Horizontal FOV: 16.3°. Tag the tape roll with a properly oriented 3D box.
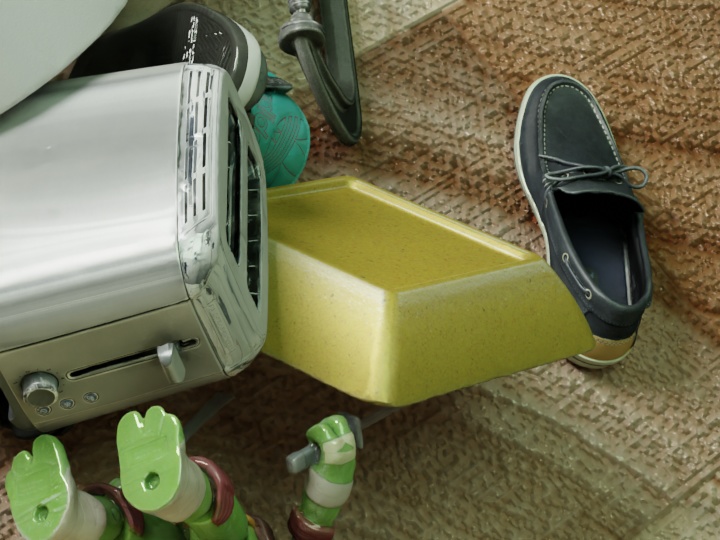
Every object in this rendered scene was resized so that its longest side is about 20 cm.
[{"bbox_3d":[-0.213,-0.134,1.278,0.071,0.202,0.203,58,47,-24],"label":"tape roll"}]

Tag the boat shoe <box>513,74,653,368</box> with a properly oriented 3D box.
[{"bbox_3d":[0.138,-0.039,1.513,0.074,0.062,0.201,8,56,-19],"label":"boat shoe"}]

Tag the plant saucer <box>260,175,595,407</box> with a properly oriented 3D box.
[{"bbox_3d":[0.000,0.000,1.334,0.200,0.049,0.200,25,22,32],"label":"plant saucer"}]

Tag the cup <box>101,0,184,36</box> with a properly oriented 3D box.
[{"bbox_3d":[-0.137,-0.216,1.429,0.200,0.200,0.144,-37,96,-37],"label":"cup"}]

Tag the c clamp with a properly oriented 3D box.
[{"bbox_3d":[-0.035,-0.178,1.477,0.027,0.171,0.201,-14,65,10],"label":"c clamp"}]

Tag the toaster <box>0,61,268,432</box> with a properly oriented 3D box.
[{"bbox_3d":[-0.117,-0.021,1.228,0.129,0.114,0.200,-10,47,9],"label":"toaster"}]

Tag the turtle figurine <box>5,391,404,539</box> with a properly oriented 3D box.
[{"bbox_3d":[-0.077,0.099,1.258,0.144,0.194,0.201,19,83,35],"label":"turtle figurine"}]

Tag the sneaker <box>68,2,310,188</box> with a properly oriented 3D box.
[{"bbox_3d":[-0.073,-0.084,1.375,0.120,0.200,0.084,21,80,-28],"label":"sneaker"}]

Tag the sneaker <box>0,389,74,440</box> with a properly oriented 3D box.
[{"bbox_3d":[-0.211,0.005,1.308,0.200,0.077,0.111,42,42,-4],"label":"sneaker"}]
